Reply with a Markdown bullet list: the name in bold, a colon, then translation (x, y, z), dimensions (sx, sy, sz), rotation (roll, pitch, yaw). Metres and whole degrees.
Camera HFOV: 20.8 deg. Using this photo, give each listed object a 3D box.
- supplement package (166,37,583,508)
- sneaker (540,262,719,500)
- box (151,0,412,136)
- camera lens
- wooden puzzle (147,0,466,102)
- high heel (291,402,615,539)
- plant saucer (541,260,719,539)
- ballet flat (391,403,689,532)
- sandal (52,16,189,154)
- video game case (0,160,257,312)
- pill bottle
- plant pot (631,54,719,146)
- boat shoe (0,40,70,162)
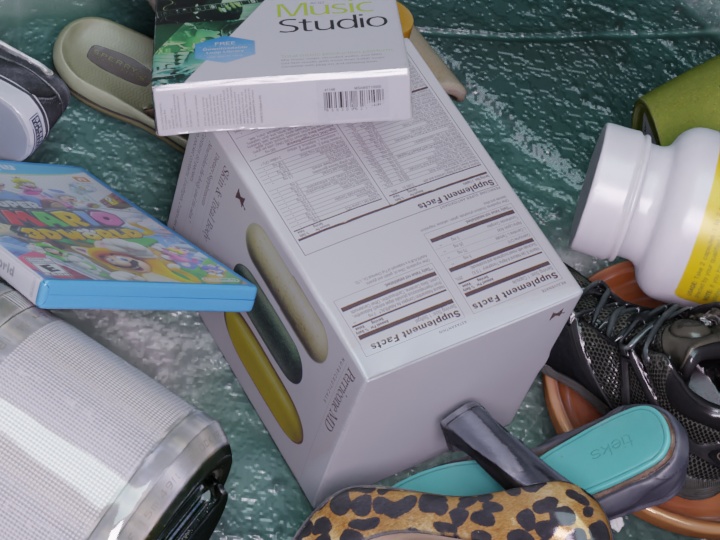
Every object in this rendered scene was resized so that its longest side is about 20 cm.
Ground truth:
- **supplement package**: translation (0.000, 0.000, 1.163), dimensions (0.150, 0.152, 0.200), rotation (-20, 63, -27)
- **sneaker**: translation (0.161, 0.036, 1.168), dimensions (0.076, 0.114, 0.199), rotation (-32, 68, -34)
- **box**: translation (-0.049, -0.143, 1.151), dimensions (0.143, 0.037, 0.200), rotation (-4, 31, -3)
- **camera lens**: translation (-0.180, 0.106, 1.032), dimensions (0.199, 0.160, 0.160), rotation (32, 53, 7)
- **wooden puzzle**: translation (-0.045, -0.177, 1.291), dimensions (0.199, 0.046, 0.185), rotation (-2, 39, -31)
- **high heel**: translation (0.037, 0.173, 1.061), dimensions (0.200, 0.072, 0.142), rotation (-41, 48, -9)
- **plant saucer**: translation (0.207, 0.083, 1.240), dimensions (0.199, 0.038, 0.201), rotation (7, 55, -11)
- **ballet flat**: translation (0.100, 0.136, 1.140), dimensions (0.199, 0.073, 0.073), rotation (-22, 57, 13)
- **sandal**: translation (-0.105, -0.117, 1.273), dimensions (0.200, 0.057, 0.080), rotation (20, 53, -3)
- **video game case**: translation (-0.171, -0.023, 1.124), dimensions (0.143, 0.018, 0.200), rotation (2, 21, -41)
- **pill bottle**: translation (0.234, -0.023, 1.202), dimensions (0.199, 0.112, 0.112), rotation (16, 53, 1)
- **plant pot**: translation (0.289, -0.084, 1.311), dimensions (0.199, 0.187, 0.188), rotation (-9, 58, -3)
- **boat shoe**: translation (-0.276, -0.140, 1.229), dimensions (0.198, 0.074, 0.068), rotation (23, 44, 8)
